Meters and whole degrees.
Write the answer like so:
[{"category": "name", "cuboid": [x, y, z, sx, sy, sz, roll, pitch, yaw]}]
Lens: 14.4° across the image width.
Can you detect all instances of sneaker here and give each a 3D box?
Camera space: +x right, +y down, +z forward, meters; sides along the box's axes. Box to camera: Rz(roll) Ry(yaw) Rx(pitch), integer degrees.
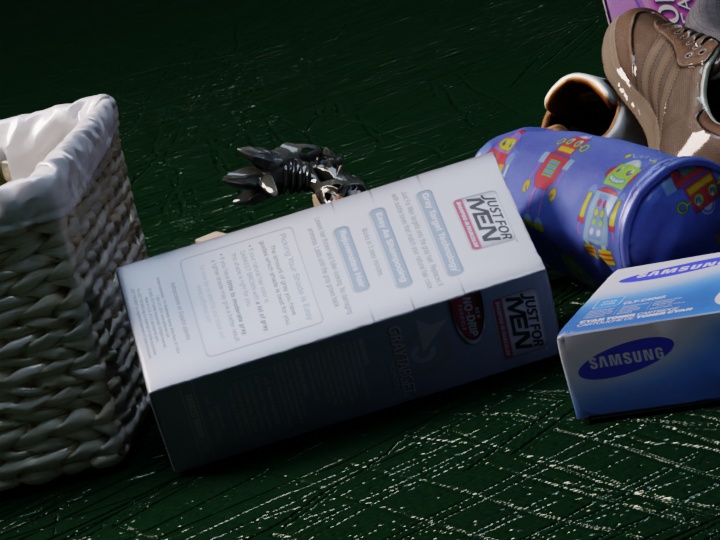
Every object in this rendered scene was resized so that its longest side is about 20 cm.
[{"category": "sneaker", "cuboid": [0.190, -0.098, 1.562, 0.076, 0.070, 0.200, -49, 29, 24]}, {"category": "sneaker", "cuboid": [0.156, -0.083, 1.633, 0.073, 0.085, 0.200, -9, 14, 33]}]

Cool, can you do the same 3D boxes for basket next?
[{"category": "basket", "cuboid": [-0.212, 0.022, 1.485, 0.197, 0.161, 0.200, -15, 13, 8]}]

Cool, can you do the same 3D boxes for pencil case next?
[{"category": "pencil case", "cuboid": [0.125, -0.025, 1.443, 0.078, 0.087, 0.200, -45, 20, -10]}]

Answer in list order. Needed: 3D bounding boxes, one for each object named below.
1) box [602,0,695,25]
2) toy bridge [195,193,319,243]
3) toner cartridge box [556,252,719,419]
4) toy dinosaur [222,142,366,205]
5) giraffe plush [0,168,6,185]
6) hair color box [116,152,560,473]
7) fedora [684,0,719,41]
[{"category": "box", "cuboid": [0.274, -0.207, 1.956, 0.199, 0.097, 0.176, -14, 14, 14]}, {"category": "toy bridge", "cuboid": [-0.075, -0.005, 1.715, 0.199, 0.027, 0.067, -23, 17, -26]}, {"category": "toner cartridge box", "cuboid": [0.196, 0.018, 1.266, 0.199, 0.043, 0.095, -10, 14, 26]}, {"category": "toy dinosaur", "cuboid": [0.000, 0.000, 1.522, 0.200, 0.103, 0.136, -11, 31, -43]}, {"category": "giraffe plush", "cuboid": [-0.379, -0.069, 2.106, 0.172, 0.200, 0.162, 5, 53, 48]}, {"category": "hair color box", "cuboid": [-0.011, 0.019, 1.398, 0.199, 0.061, 0.099, -17, 41, -3]}, {"category": "fedora", "cuboid": [0.283, -0.132, 1.659, 0.176, 0.091, 0.200, -17, 21, 2]}]
